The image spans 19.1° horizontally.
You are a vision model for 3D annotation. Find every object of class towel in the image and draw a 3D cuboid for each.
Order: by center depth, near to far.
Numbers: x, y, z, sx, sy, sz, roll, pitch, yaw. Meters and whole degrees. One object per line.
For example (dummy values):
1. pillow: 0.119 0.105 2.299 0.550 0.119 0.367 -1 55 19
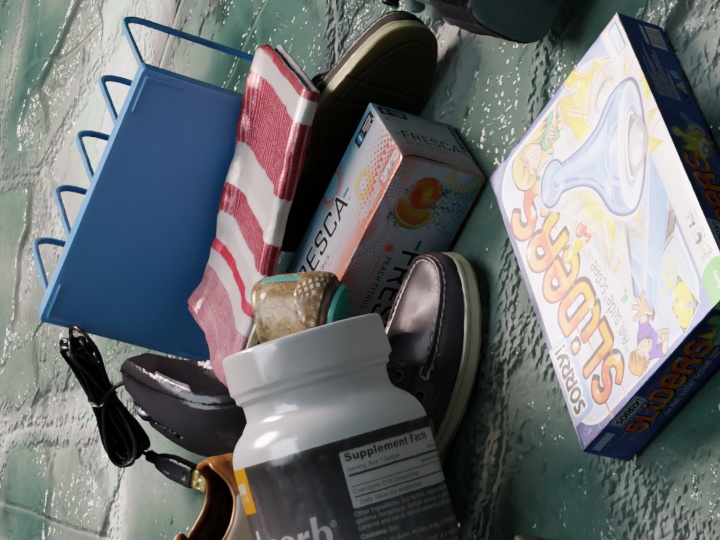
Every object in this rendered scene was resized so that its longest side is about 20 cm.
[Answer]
1. towel: -0.072 -0.039 1.404 0.144 0.023 0.202 -126 49 -67

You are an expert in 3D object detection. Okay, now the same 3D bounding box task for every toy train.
1. toy train: 0.065 -0.203 1.283 0.200 0.085 0.115 28 97 60

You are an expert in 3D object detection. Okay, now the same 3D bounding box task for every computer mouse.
1. computer mouse: -0.122 0.116 1.482 0.199 0.141 0.046 11 48 32

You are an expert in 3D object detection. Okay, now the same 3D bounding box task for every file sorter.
1. file sorter: -0.139 -0.060 1.538 0.201 0.138 0.123 -65 26 20

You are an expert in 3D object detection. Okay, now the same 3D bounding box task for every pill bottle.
1. pill bottle: -0.007 0.133 1.195 0.116 0.116 0.202 -23 82 55

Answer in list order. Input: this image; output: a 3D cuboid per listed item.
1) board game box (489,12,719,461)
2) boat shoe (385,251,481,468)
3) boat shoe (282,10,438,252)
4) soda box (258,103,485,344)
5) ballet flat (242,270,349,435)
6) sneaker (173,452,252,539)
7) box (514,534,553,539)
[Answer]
1. board game box: 0.140 -0.020 1.141 0.136 0.034 0.201 -54 37 35
2. boat shoe: 0.018 0.084 1.281 0.072 0.064 0.202 24 99 60
3. boat shoe: -0.017 -0.100 1.407 0.201 0.071 0.066 -59 39 37
4. soda box: 0.000 0.000 1.347 0.201 0.063 0.069 -62 32 24
5. ballet flat: -0.041 0.085 1.318 0.071 0.065 0.202 -55 -28 -57
6. sneaker: -0.094 0.218 1.406 0.073 0.084 0.202 -8 74 57
7. box: 0.123 0.223 1.082 0.200 0.032 0.122 24 100 59
